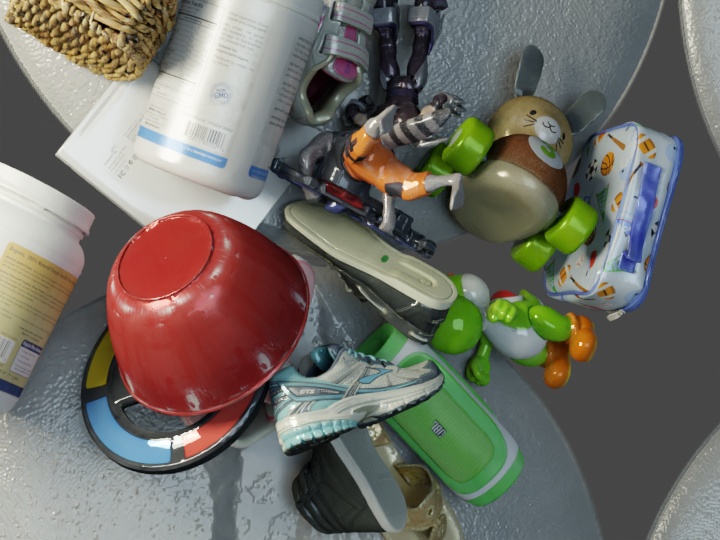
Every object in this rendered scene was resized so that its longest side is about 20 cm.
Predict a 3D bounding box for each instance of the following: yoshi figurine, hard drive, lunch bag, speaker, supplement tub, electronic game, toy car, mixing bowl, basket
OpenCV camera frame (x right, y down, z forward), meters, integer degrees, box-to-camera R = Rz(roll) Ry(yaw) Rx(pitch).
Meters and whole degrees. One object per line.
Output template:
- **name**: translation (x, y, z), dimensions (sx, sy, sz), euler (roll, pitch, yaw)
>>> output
- **yoshi figurine**: translation (0.140, 0.066, 1.574), dimensions (0.198, 0.112, 0.114), euler (21, 89, -14)
- **hard drive**: translation (-0.183, -0.102, 1.508), dimensions (0.200, 0.026, 0.132), euler (40, 78, -14)
- **lunch bag**: translation (0.265, -0.049, 1.586), dimensions (0.075, 0.160, 0.202), euler (17, 83, -17)
- **speaker**: translation (0.078, 0.147, 1.561), dimensions (0.089, 0.088, 0.200), euler (-46, 103, -13)
- **supplement tub**: translation (-0.124, -0.180, 1.432), dimensions (0.131, 0.132, 0.202), euler (19, 93, -17)
- **supplement tub**: translation (-0.340, 0.012, 1.392), dimensions (0.143, 0.144, 0.202), euler (28, 81, -16)
- **electronic game**: translation (-0.174, 0.098, 1.441), dimensions (0.201, 0.199, 0.042), euler (-51, 145, -12)
- **toy car**: translation (0.179, -0.133, 1.574), dimensions (0.164, 0.158, 0.201), euler (35, 67, -10)
- **mixing bowl**: translation (-0.156, 0.020, 1.392), dimensions (0.200, 0.200, 0.109), euler (-45, 139, -13)
- **basket**: translation (-0.229, -0.272, 1.403), dimensions (0.142, 0.200, 0.150), euler (29, 80, -14)

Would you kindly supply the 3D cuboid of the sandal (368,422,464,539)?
- **sandal**: translation (0.044, 0.227, 1.556), dimensions (0.077, 0.070, 0.213), euler (-38, 101, -15)

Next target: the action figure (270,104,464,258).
- **action figure**: translation (0.026, -0.093, 1.473), dimensions (0.199, 0.193, 0.106), euler (30, 73, -32)

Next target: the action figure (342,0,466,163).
- **action figure**: translation (0.045, -0.189, 1.544), dimensions (0.129, 0.069, 0.202), euler (2, 75, 13)

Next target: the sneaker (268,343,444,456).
- **sneaker**: translation (-0.002, 0.103, 1.435), dimensions (0.199, 0.077, 0.087), euler (-15, 80, -42)

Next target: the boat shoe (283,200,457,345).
- **boat shoe**: translation (0.000, 0.000, 1.522), dimensions (0.199, 0.068, 0.072), euler (34, 37, 14)

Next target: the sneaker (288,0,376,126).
- **sneaker**: translation (-0.021, -0.226, 1.492), dimensions (0.081, 0.088, 0.202), euler (7, 115, -35)

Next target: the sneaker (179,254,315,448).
- **sneaker**: translation (-0.088, 0.085, 1.488), dimensions (0.201, 0.104, 0.075), euler (-55, 134, -8)

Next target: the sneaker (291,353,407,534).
- **sneaker**: translation (-0.039, 0.182, 1.508), dimensions (0.201, 0.098, 0.071), euler (64, 29, -14)
